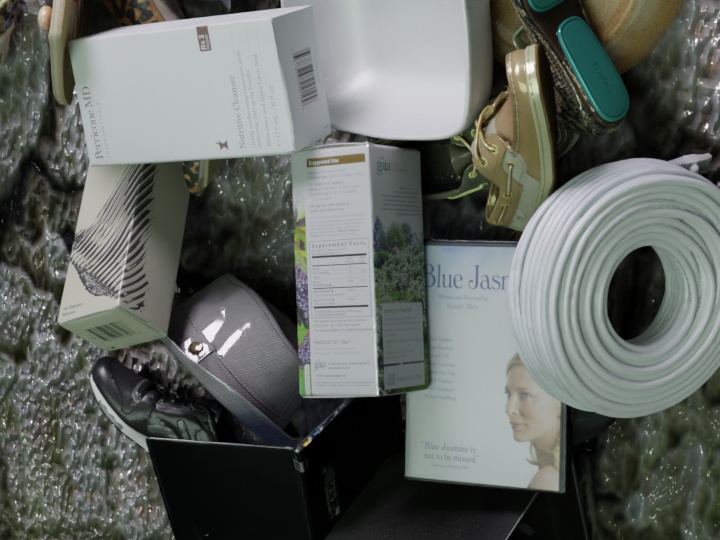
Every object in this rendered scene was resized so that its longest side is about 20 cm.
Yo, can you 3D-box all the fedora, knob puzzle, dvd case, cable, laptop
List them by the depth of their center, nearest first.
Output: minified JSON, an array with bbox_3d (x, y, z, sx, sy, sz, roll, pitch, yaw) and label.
[{"bbox_3d":[0.210,0.015,1.104,0.069,0.198,0.202,-153,60,-64],"label":"cable"},{"bbox_3d":[0.104,0.075,1.171,0.141,0.018,0.202,1,90,26],"label":"dvd case"},{"bbox_3d":[-0.257,-0.237,1.239,0.030,0.220,0.222,7,117,-7],"label":"knob puzzle"},{"bbox_3d":[-0.067,0.170,1.292,0.115,0.200,0.188,32,149,28],"label":"laptop"},{"bbox_3d":[-0.108,0.068,1.332,0.090,0.177,0.200,-47,49,0],"label":"fedora"}]

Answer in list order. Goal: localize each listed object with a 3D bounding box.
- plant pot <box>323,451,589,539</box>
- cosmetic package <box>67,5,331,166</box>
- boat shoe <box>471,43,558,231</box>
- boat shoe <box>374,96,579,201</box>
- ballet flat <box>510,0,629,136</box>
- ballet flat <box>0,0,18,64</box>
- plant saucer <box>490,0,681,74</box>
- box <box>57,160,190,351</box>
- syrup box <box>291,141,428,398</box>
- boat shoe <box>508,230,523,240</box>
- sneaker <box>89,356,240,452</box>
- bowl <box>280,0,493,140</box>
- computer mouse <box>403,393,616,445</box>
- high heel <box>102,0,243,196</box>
[{"bbox_3d":[0.079,0.272,1.268,0.176,0.200,0.201,10,132,34],"label":"plant pot"},{"bbox_3d":[-0.133,-0.151,1.191,0.198,0.081,0.114,-4,105,25],"label":"cosmetic package"},{"bbox_3d":[0.117,-0.092,1.102,0.066,0.075,0.201,-1,144,9],"label":"boat shoe"},{"bbox_3d":[0.085,-0.096,1.203,0.200,0.060,0.073,-12,105,30],"label":"boat shoe"},{"bbox_3d":[0.140,-0.193,1.099,0.075,0.068,0.201,-6,112,55],"label":"ballet flat"},{"bbox_3d":[-0.379,-0.219,1.390,0.199,0.072,0.073,-22,100,32],"label":"ballet flat"},{"bbox_3d":[0.153,-0.238,1.126,0.198,0.035,0.202,10,115,23],"label":"plant saucer"},{"bbox_3d":[-0.207,-0.036,1.296,0.082,0.202,0.068,-16,146,32],"label":"box"},{"bbox_3d":[0.000,0.000,1.171,0.081,0.078,0.202,-4,88,34],"label":"syrup box"},{"bbox_3d":[0.125,0.057,1.247,0.074,0.062,0.202,23,120,14],"label":"boat shoe"},{"bbox_3d":[-0.178,0.146,1.441,0.200,0.076,0.088,46,108,-1],"label":"sneaker"},{"bbox_3d":[0.029,-0.212,1.154,0.199,0.074,0.202,12,117,43],"label":"bowl"},{"bbox_3d":[0.117,0.107,1.214,0.198,0.053,0.140,9,126,23],"label":"computer mouse"},{"bbox_3d":[-0.181,-0.175,1.294,0.141,0.071,0.202,11,102,19],"label":"high heel"}]
